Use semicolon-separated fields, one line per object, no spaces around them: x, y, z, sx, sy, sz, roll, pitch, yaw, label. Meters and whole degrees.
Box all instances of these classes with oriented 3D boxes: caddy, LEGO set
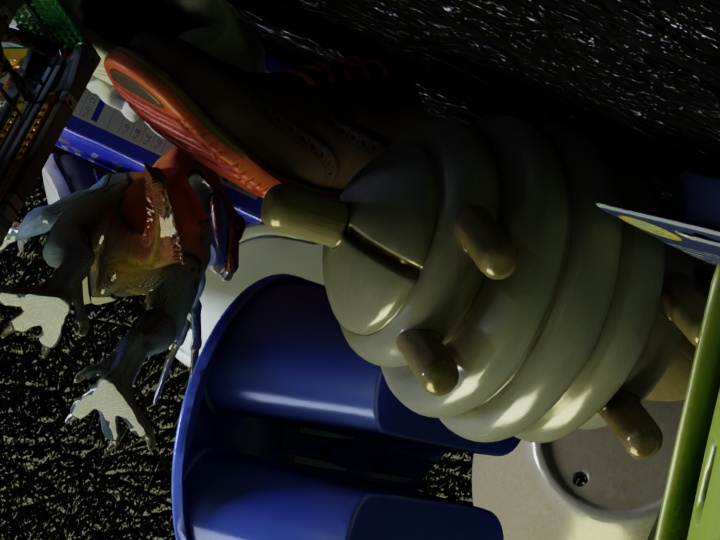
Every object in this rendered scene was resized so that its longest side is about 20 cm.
-0.010;0.079;1.134;0.105;0.142;0.200;10;176;27;caddy
-0.200;-0.082;0.995;0.154;0.116;0.200;9;147;26;LEGO set

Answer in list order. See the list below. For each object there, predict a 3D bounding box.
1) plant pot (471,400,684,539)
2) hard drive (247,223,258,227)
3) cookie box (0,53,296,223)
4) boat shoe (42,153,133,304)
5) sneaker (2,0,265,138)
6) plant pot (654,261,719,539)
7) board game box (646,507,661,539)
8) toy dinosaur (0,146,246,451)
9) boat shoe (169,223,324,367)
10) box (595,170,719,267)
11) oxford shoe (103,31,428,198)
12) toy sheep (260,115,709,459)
0.144;0.097;1.363;0.200;0.200;0.134;23;171;21;plant pot
0.013;0.000;1.410;0.140;0.038;0.200;23;-159;37;hard drive
-0.127;-0.093;1.251;0.200;0.075;0.171;25;177;-7;cookie box
-0.111;-0.022;1.267;0.063;0.073;0.200;-13;175;-1;boat shoe
-0.136;-0.115;1.083;0.200;0.075;0.081;16;168;5;sneaker
0.184;0.098;0.801;0.199;0.200;0.181;10;-175;-6;plant pot
0.234;0.098;1.086;0.200;0.148;0.064;24;178;-2;board game box
-0.074;-0.009;1.076;0.105;0.182;0.200;45;131;-13;toy dinosaur
0.000;0.000;1.244;0.200;0.073;0.062;-22;175;24;boat shoe
0.192;0.009;0.952;0.200;0.032;0.121;24;177;-30;box
-0.024;-0.062;1.060;0.071;0.073;0.200;32;-177;39;oxford shoe
0.055;0.003;1.009;0.200;0.138;0.138;23;178;-25;toy sheep
